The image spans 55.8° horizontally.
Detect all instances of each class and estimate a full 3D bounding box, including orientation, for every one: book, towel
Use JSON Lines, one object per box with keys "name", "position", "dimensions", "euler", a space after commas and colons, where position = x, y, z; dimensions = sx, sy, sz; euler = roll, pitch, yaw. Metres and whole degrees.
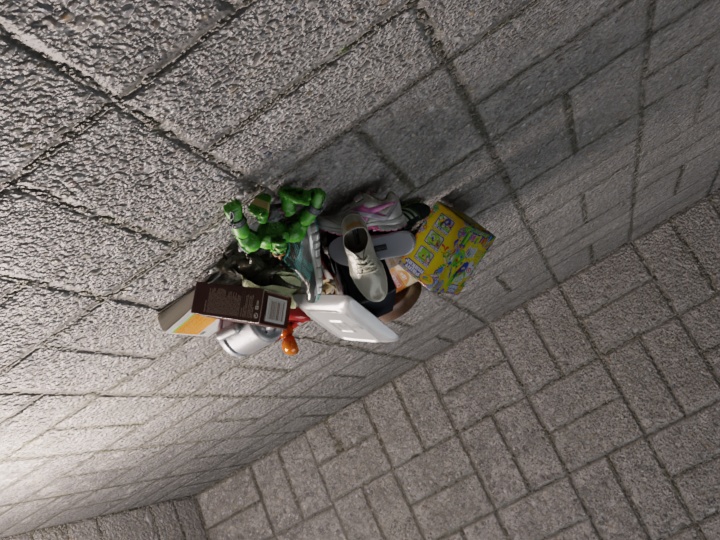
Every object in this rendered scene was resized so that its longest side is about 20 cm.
{"name": "book", "position": [-0.362, 0.099, 1.589], "dimensions": [0.132, 0.049, 0.200], "euler": [-35, 161, 10]}
{"name": "towel", "position": [-0.205, 0.039, 1.574], "dimensions": [0.144, 0.037, 0.201], "euler": [6, 157, -6]}

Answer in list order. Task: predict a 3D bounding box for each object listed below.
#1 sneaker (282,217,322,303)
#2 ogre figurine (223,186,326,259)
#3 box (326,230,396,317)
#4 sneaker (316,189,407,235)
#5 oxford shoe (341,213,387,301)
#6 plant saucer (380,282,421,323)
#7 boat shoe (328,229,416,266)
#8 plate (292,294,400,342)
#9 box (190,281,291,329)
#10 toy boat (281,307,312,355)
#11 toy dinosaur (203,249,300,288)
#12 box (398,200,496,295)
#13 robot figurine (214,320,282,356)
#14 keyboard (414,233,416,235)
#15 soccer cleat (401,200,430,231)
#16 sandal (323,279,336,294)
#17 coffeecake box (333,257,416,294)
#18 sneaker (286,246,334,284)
{"name": "sneaker", "position": [-0.128, -0.025, 1.443], "dimensions": [0.089, 0.205, 0.078], "euler": [-6, -158, -5]}
{"name": "ogre figurine", "position": [-0.162, -0.094, 1.297], "dimensions": [0.198, 0.098, 0.122], "euler": [-32, 150, -37]}
{"name": "box", "position": [0.000, 0.000, 1.574], "dimensions": [0.102, 0.204, 0.149], "euler": [-19, 161, -9]}
{"name": "sneaker", "position": [0.000, -0.126, 1.459], "dimensions": [0.194, 0.091, 0.081], "euler": [-7, -170, -1]}
{"name": "oxford shoe", "position": [0.007, -0.019, 1.421], "dimensions": [0.073, 0.204, 0.058], "euler": [-17, -157, 2]}
{"name": "plant saucer", "position": [0.082, 0.070, 1.956], "dimensions": [0.197, 0.202, 0.032], "euler": [-29, 123, 7]}
{"name": "boat shoe", "position": [0.029, -0.056, 1.481], "dimensions": [0.195, 0.072, 0.066], "euler": [-11, -173, 19]}
{"name": "plate", "position": [-0.036, 0.115, 1.546], "dimensions": [0.197, 0.033, 0.199], "euler": [-1, 148, 45]}
{"name": "box", "position": [-0.252, 0.074, 1.439], "dimensions": [0.196, 0.077, 0.100], "euler": [3, 170, 32]}
{"name": "toy boat", "position": [-0.200, 0.164, 1.839], "dimensions": [0.198, 0.133, 0.130], "euler": [-35, 160, 23]}
{"name": "toy dinosaur", "position": [-0.217, -0.008, 1.417], "dimensions": [0.197, 0.079, 0.102], "euler": [20, 139, -31]}
{"name": "box", "position": [0.230, -0.052, 1.779], "dimensions": [0.195, 0.121, 0.199], "euler": [-58, 153, 11]}
{"name": "robot figurine", "position": [-0.256, 0.130, 1.578], "dimensions": [0.198, 0.116, 0.168], "euler": [-27, 166, 35]}
{"name": "keyboard", "position": [0.172, -0.044, 1.859], "dimensions": [0.200, 0.039, 0.106], "euler": [46, 63, -68]}
{"name": "soccer cleat", "position": [0.100, -0.115, 1.602], "dimensions": [0.197, 0.082, 0.067], "euler": [-11, 157, -43]}
{"name": "sandal", "position": [-0.096, 0.059, 1.800], "dimensions": [0.076, 0.071, 0.213], "euler": [-21, 160, -9]}
{"name": "coffeecake box", "position": [0.042, 0.023, 1.867], "dimensions": [0.197, 0.074, 0.154], "euler": [-29, 153, 6]}
{"name": "sneaker", "position": [-0.133, -0.011, 1.567], "dimensions": [0.113, 0.080, 0.201], "euler": [-21, 152, 4]}
